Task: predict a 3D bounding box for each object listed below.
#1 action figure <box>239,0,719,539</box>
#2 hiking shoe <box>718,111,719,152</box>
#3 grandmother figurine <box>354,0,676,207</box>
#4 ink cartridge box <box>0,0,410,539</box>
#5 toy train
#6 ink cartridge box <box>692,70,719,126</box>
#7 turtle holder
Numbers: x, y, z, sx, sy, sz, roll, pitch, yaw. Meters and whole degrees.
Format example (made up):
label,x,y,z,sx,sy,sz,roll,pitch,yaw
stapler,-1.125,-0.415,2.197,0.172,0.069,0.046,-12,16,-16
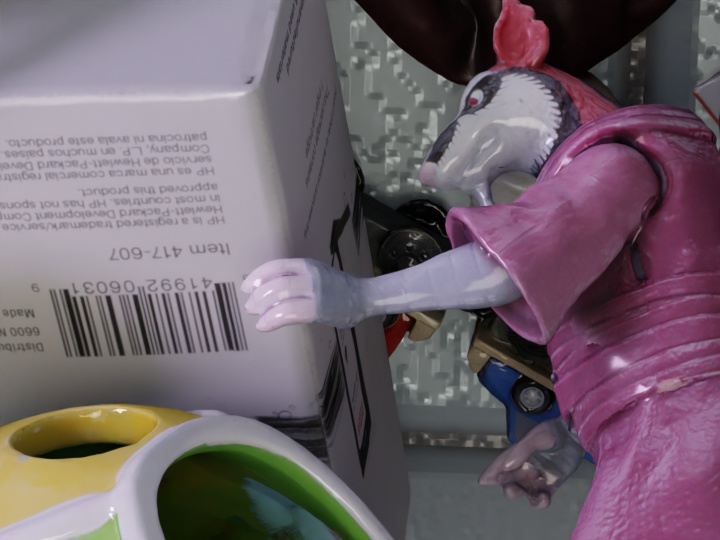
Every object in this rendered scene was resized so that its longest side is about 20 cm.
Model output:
label,x,y,z,sx,sy,sz,roll,pitch,yaw
action figure,0.073,0.024,0.658,0.149,0.134,0.200,-24,75,21
hiking shoe,0.138,-0.043,0.691,0.101,0.076,0.200,-33,91,24
grandmother figurine,0.042,-0.094,0.734,0.121,0.061,0.200,-11,106,-10
ink cartridge box,-0.073,0.013,0.728,0.146,0.084,0.200,-1,130,10
toy train,0.000,0.000,0.780,0.200,0.034,0.046,28,111,-3
ink cartridge box,0.194,-0.069,0.733,0.200,0.050,0.109,-36,100,17
turtle holder,-0.058,0.084,0.655,0.132,0.141,0.186,-47,56,37
